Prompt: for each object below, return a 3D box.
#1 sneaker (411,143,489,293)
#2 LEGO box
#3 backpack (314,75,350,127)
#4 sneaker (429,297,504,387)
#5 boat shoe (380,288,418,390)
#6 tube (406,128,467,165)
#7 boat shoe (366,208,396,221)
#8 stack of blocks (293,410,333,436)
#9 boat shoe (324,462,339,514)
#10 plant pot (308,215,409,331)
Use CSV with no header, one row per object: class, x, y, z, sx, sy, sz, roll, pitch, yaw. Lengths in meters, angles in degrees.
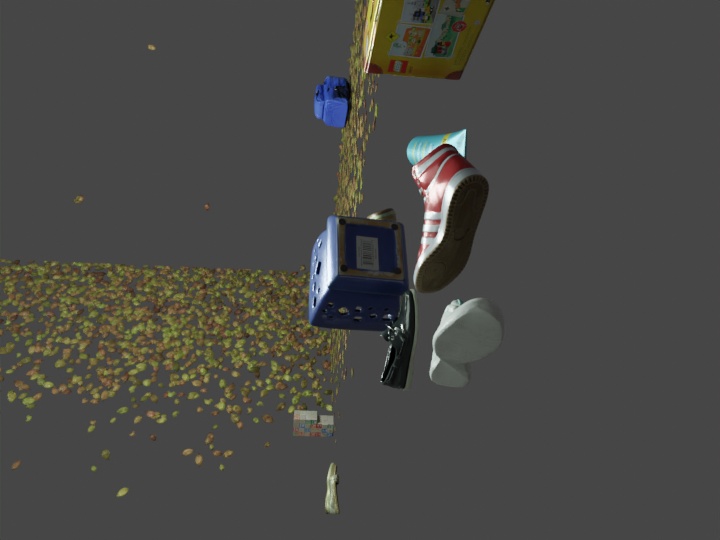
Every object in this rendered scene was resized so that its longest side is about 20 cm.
sneaker,0.106,-0.073,0.785,0.113,0.070,0.202,-114,31,-44
LEGO box,0.088,-0.352,0.765,0.200,0.146,0.079,112,159,-69
backpack,-0.125,-0.780,2.593,0.163,0.165,0.203,114,162,-54
sneaker,0.123,0.068,0.703,0.201,0.074,0.090,102,180,-60
boat shoe,0.070,0.133,1.094,0.075,0.065,0.203,-104,18,-68
tube,0.123,-0.175,0.873,0.200,0.049,0.079,-132,35,-71
boat shoe,0.054,-0.090,1.353,0.200,0.070,0.078,91,166,-83
stack of blocks,-0.232,0.756,2.833,0.059,0.196,0.117,-95,11,-57
boat shoe,-0.109,0.913,2.409,0.074,0.062,0.204,81,-169,-54
plant pot,0.000,0.000,1.225,0.181,0.196,0.203,115,158,-57
